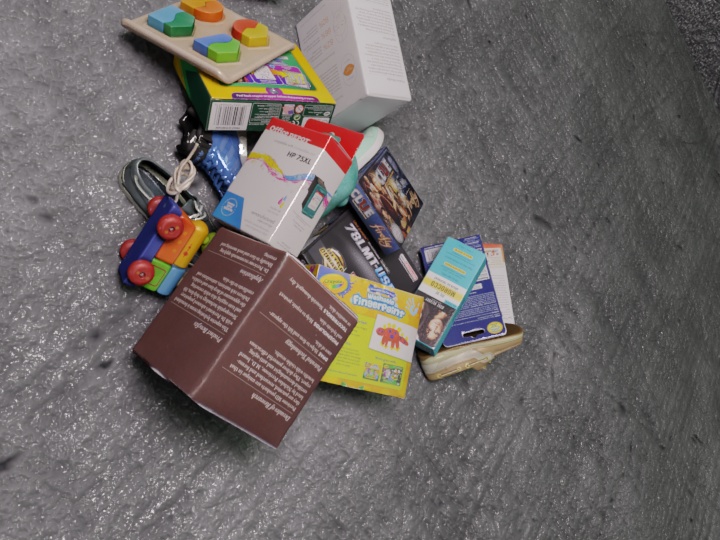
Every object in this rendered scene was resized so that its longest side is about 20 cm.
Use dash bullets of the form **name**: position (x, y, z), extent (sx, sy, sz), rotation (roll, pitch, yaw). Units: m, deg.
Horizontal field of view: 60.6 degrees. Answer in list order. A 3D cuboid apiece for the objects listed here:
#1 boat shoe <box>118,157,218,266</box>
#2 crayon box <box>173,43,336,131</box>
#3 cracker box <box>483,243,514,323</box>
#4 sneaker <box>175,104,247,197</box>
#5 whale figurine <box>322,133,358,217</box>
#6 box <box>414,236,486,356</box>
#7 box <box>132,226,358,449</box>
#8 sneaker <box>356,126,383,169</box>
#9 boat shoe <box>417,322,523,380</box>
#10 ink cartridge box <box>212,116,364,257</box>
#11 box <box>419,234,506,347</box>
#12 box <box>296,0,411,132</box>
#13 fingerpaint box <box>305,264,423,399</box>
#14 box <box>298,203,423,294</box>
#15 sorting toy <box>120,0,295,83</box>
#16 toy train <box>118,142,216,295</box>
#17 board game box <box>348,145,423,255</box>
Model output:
- **boat shoe**: position (-0.254, -0.077, 0.869), extent (0.200, 0.062, 0.073), rotation (48, 54, -16)
- **crayon box**: position (-0.162, -0.284, 0.937), extent (0.198, 0.059, 0.173), rotation (-7, 49, -32)
- **cracker box**: position (0.238, 0.048, 1.245), extent (0.133, 0.057, 0.203), rotation (1, 77, -37)
- **sneaker**: position (-0.216, -0.150, 0.910), extent (0.110, 0.076, 0.202), rotation (3, 72, -45)
- **whale figurine**: position (-0.078, -0.114, 0.947), extent (0.158, 0.201, 0.104), rotation (10, 29, -38)
- **box**: position (0.146, 0.045, 1.114), extent (0.082, 0.049, 0.201), rotation (27, 75, 18)
- **box**: position (-0.145, 0.082, 0.795), extent (0.201, 0.165, 0.164), rotation (-56, 134, -13)
- **sneaker**: position (-0.040, -0.226, 1.080), extent (0.118, 0.073, 0.201), rotation (49, 52, -14)
- **boat shoe**: position (0.206, 0.151, 1.140), extent (0.198, 0.074, 0.067), rotation (-14, 109, 2)
- **ink cartridge box**: position (-0.094, -0.126, 0.823), extent (0.201, 0.115, 0.067), rotation (-61, 146, -8)
- **box**: position (0.190, 0.040, 1.152), extent (0.032, 0.120, 0.202), rotation (69, 9, -66)
- **box**: position (-0.015, -0.368, 1.085), extent (0.106, 0.152, 0.203), rotation (-7, 83, -40)
- **fingerpaint box**: position (-0.013, 0.097, 0.965), extent (0.198, 0.073, 0.169), rotation (17, 80, -29)
- **box**: position (0.000, 0.000, 1.070), extent (0.198, 0.049, 0.201), rotation (-44, 107, -37)
- **sorting toy**: position (-0.216, -0.353, 0.909), extent (0.184, 0.037, 0.200), rotation (30, 40, 9)
- **toy train**: position (-0.225, -0.055, 0.827), extent (0.115, 0.085, 0.201), rotation (30, 98, -38)
- **board game box**: position (0.046, -0.130, 1.102), extent (0.136, 0.034, 0.200), rotation (55, 29, -15)
